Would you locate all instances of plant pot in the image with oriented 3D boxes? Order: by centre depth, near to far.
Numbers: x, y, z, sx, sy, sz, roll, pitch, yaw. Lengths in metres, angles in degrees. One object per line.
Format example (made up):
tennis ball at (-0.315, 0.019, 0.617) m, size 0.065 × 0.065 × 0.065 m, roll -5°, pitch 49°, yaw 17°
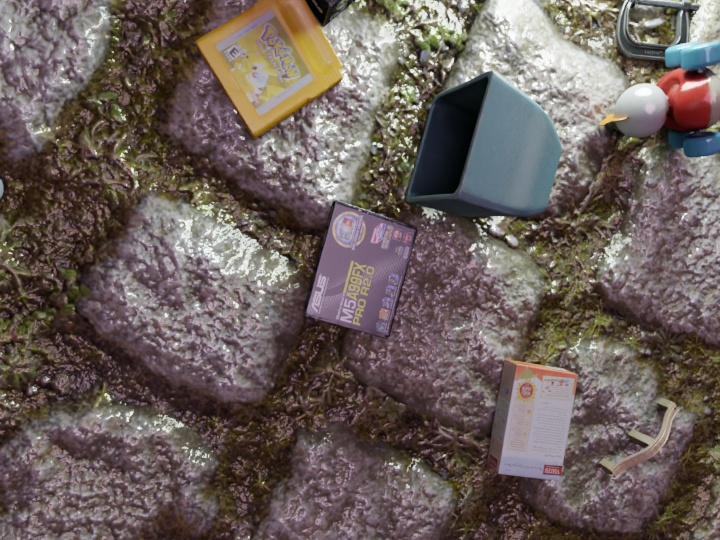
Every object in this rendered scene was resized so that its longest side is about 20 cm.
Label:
plant pot at (0.222, -0.182, 0.918) m, size 0.195 × 0.196 × 0.202 m, roll 18°, pitch 89°, yaw -20°

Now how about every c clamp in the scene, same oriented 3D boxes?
c clamp at (0.585, -0.500, 1.063) m, size 0.194 × 0.027 × 0.177 m, roll -7°, pitch 99°, yaw -14°

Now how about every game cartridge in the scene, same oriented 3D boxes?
game cartridge at (-0.146, -0.352, 0.904) m, size 0.198 × 0.032 × 0.179 m, roll -35°, pitch 99°, yaw -8°

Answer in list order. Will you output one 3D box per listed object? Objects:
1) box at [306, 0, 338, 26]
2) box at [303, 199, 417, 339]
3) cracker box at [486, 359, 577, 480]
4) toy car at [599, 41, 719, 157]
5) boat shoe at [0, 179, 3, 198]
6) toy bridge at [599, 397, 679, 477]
box at (-0.033, -0.546, 0.891) m, size 0.199 × 0.086 × 0.165 m, roll -40°, pitch 99°, yaw -7°
box at (0.000, 0.000, 0.946) m, size 0.156 × 0.044 × 0.206 m, roll 16°, pitch 89°, yaw -13°
cracker box at (0.325, 0.283, 1.024) m, size 0.130 × 0.058 × 0.207 m, roll 10°, pitch 90°, yaw -12°
toy car at (0.550, -0.308, 1.018) m, size 0.194 × 0.177 × 0.190 m, roll -8°, pitch 110°, yaw 16°
boat shoe at (-0.640, -0.113, 0.789) m, size 0.194 × 0.067 × 0.076 m, roll -8°, pitch 95°, yaw -12°
toy bridge at (0.564, 0.340, 1.075) m, size 0.199 × 0.067 × 0.027 m, roll -42°, pitch 100°, yaw -8°
